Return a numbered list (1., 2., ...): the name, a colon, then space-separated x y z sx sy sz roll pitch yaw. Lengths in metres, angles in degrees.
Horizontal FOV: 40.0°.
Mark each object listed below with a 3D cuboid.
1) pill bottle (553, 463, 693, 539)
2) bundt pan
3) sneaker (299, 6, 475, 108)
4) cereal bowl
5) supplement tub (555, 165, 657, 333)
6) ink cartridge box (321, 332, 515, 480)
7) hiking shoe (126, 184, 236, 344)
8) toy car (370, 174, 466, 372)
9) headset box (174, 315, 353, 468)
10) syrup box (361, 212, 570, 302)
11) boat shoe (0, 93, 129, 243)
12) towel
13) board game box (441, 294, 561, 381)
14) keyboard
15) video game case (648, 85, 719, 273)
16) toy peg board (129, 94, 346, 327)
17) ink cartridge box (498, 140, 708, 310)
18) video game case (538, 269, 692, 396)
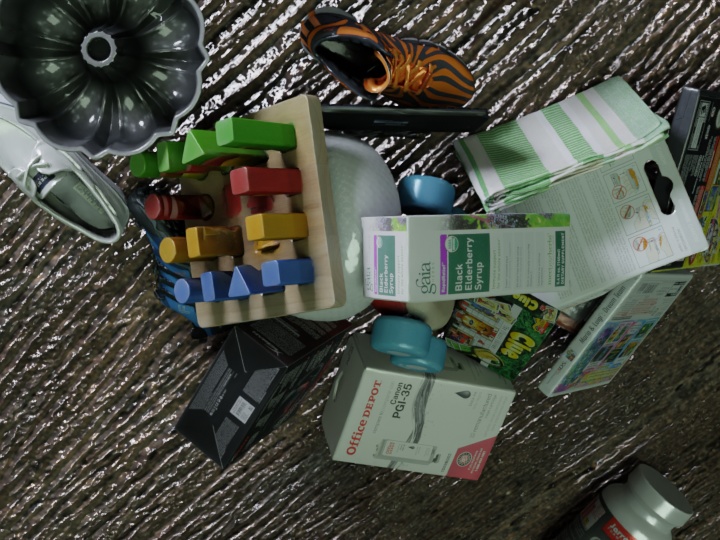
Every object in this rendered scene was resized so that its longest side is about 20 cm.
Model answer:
1. pill bottle: 0.357 0.371 1.378 0.116 0.116 0.200 30 109 -24
2. bundt pan: -0.240 -0.207 0.939 0.202 0.076 0.202 0 98 -2
3. sneaker: 0.033 -0.197 1.001 0.200 0.112 0.078 15 114 -18
4. cereal bowl: -0.057 -0.047 1.008 0.083 0.200 0.200 5 122 -47
5. supplement tub: 0.276 -0.032 1.146 0.107 0.107 0.200 25 110 -23
6. ink cartridge box: 0.069 0.171 1.228 0.200 0.083 0.147 11 116 -17
7. hiking shoe: -0.202 0.000 1.086 0.087 0.074 0.200 -28 115 15
8. toy car: 0.000 0.000 1.082 0.200 0.177 0.184 6 77 16
9. headset box: -0.100 0.114 1.112 0.075 0.200 0.149 37 113 11
10. syrup box: 0.103 -0.015 0.954 0.200 0.081 0.079 -3 94 -33
11. boat shoe: -0.317 -0.102 1.010 0.200 0.065 0.074 37 106 -26
12. towel: 0.206 -0.139 1.044 0.200 0.153 0.023 -23 123 4
13. board game box: 0.155 0.065 1.130 0.105 0.023 0.200 26 157 8
14. keyboard: 0.027 -0.157 1.030 0.200 0.127 0.021 1 85 -9
15. video game case: 0.382 -0.099 1.105 0.181 0.025 0.200 -4 111 -46
16. toy peg board: -0.130 -0.050 0.946 0.098 0.200 0.199 -3 85 -48
17. ink cartridge box: 0.255 -0.058 1.078 0.200 0.050 0.162 -23 77 21
18. video game case: 0.311 0.070 1.191 0.200 0.024 0.182 1 127 -56
